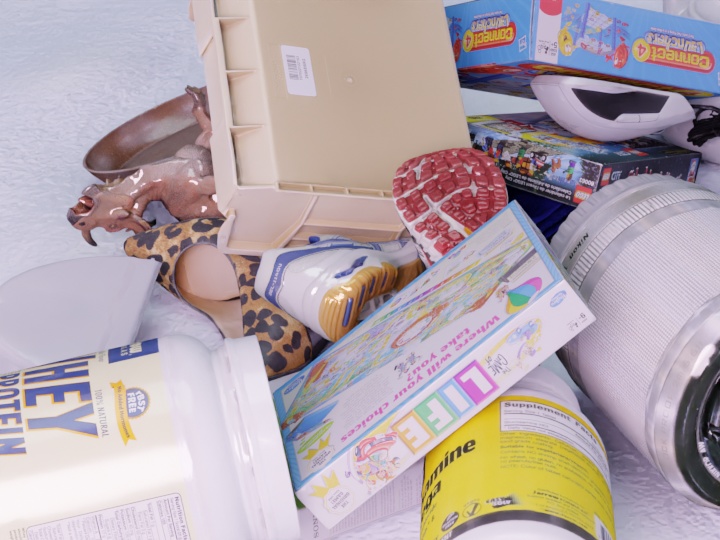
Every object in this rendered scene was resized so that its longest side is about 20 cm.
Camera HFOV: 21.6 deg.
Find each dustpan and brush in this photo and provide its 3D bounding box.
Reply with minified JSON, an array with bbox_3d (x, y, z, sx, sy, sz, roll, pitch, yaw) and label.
[{"bbox_3d":[-0.253,0.044,1.371,0.198,0.058,0.140,7,43,6],"label":"dustpan and brush"}]

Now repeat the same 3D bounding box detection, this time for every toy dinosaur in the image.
[{"bbox_3d":[-0.116,-0.047,1.471,0.199,0.136,0.086,29,21,-11],"label":"toy dinosaur"}]

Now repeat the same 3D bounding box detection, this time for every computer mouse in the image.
[{"bbox_3d":[0.221,-0.120,1.486,0.198,0.044,0.110,6,3,-22],"label":"computer mouse"}]

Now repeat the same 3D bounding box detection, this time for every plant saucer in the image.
[{"bbox_3d":[-0.138,-0.114,1.598,0.198,0.035,0.201,-18,20,7],"label":"plant saucer"}]

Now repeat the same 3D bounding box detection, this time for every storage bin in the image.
[{"bbox_3d":[-0.024,-0.117,1.392,0.197,0.094,0.202,3,62,-25],"label":"storage bin"}]

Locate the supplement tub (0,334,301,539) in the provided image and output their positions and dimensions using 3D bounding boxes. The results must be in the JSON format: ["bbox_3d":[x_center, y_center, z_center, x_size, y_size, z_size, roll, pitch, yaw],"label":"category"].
[{"bbox_3d":[-0.143,0.120,1.099,0.198,0.146,0.145,-13,30,-5],"label":"supplement tub"}]

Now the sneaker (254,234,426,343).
[{"bbox_3d":[0.000,0.000,1.329,0.088,0.076,0.200,24,11,24],"label":"sneaker"}]

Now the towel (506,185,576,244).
[{"bbox_3d":[0.068,-0.054,1.509,0.199,0.050,0.147,21,36,37],"label":"towel"}]

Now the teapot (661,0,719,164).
[{"bbox_3d":[0.343,-0.186,1.619,0.198,0.147,0.198,3,30,9],"label":"teapot"}]

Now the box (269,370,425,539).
[{"bbox_3d":[0.013,0.104,1.245,0.198,0.037,0.144,-16,31,-24],"label":"box"}]

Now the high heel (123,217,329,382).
[{"bbox_3d":[-0.112,0.024,1.363,0.198,0.072,0.143,16,32,21],"label":"high heel"}]

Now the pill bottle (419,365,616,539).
[{"bbox_3d":[0.090,0.140,1.088,0.111,0.113,0.201,-1,28,4],"label":"pill bottle"}]

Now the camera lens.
[{"bbox_3d":[0.219,0.043,1.201,0.158,0.161,0.200,-13,30,-17],"label":"camera lens"}]

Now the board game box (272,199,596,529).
[{"bbox_3d":[0.039,0.053,1.139,0.199,0.034,0.135,-39,22,8],"label":"board game box"}]

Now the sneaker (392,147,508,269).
[{"bbox_3d":[0.072,-0.003,1.277,0.077,0.083,0.201,-13,50,-5],"label":"sneaker"}]

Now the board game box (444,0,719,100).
[{"bbox_3d":[0.169,-0.176,1.536,0.198,0.057,0.195,6,-2,-27],"label":"board game box"}]

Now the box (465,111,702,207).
[{"bbox_3d":[0.170,-0.089,1.497,0.136,0.038,0.199,21,16,29],"label":"box"}]
